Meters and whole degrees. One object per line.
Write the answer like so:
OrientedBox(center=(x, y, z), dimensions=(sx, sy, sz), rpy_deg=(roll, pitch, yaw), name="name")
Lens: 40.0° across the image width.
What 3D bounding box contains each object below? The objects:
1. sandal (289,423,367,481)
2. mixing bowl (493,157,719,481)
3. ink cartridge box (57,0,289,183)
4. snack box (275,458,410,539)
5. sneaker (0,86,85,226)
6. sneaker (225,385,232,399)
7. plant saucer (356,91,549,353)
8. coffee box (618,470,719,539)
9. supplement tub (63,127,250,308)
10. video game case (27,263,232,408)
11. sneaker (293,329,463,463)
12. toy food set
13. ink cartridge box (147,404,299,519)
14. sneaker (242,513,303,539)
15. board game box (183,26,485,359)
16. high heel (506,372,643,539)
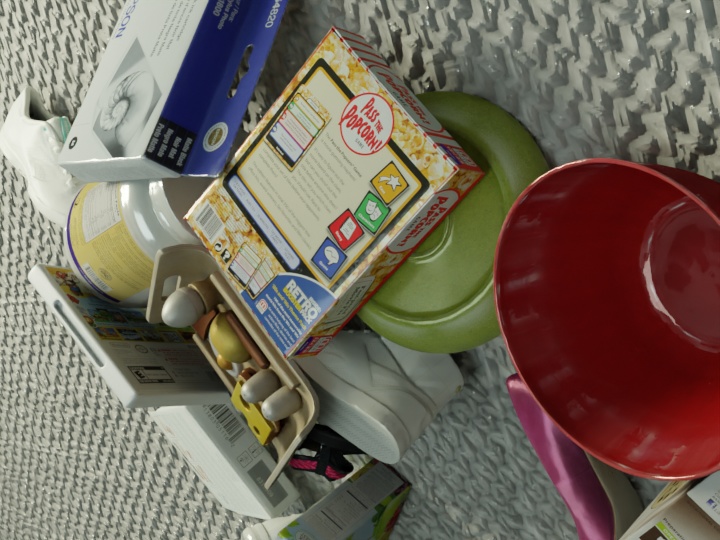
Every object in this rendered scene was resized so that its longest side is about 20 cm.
OrientedBox(center=(-0.037, 0.172, 0.924), dimensions=(0.075, 0.045, 0.200), rpy_deg=(21, 164, -9), name="sandal")
OrientedBox(center=(0.192, 0.016, 0.617), dimensions=(0.200, 0.108, 0.200), rpy_deg=(29, 128, 43), name="mixing bowl")
OrientedBox(center=(-0.160, -0.170, 0.841), dimensions=(0.200, 0.200, 0.041), rpy_deg=(3, 158, 44), name="ink cartridge box")
OrientedBox(center=(-0.035, 0.294, 0.987), dimensions=(0.053, 0.142, 0.200), rpy_deg=(38, 134, 24), name="snack box")
OrientedBox(center=(-0.337, -0.126, 1.111), dimensions=(0.200, 0.075, 0.089), rpy_deg=(44, 125, 20), name="sneaker")
OrientedBox(center=(-0.053, 0.111, 0.961), dimensions=(0.202, 0.077, 0.146), rpy_deg=(39, 144, 12), name="sneaker")
OrientedBox(center=(0.048, -0.036, 0.744), dimensions=(0.200, 0.031, 0.200), rpy_deg=(1, 92, 33), name="plant saucer")
OrientedBox(center=(0.262, 0.134, 0.619), dimensions=(0.080, 0.113, 0.200), rpy_deg=(46, 138, 15), name="coffee box")
OrientedBox(center=(-0.180, -0.052, 0.940), dimensions=(0.200, 0.145, 0.146), rpy_deg=(-21, 96, 49), name="supplement tub")
OrientedBox(center=(-0.215, 0.068, 1.007), dimensions=(0.182, 0.200, 0.023), rpy_deg=(46, 106, 24), name="video game case")
OrientedBox(center=(-0.008, 0.073, 0.860), dimensions=(0.200, 0.116, 0.074), rpy_deg=(33, 144, 26), name="sneaker")
OrientedBox(center=(-0.119, 0.087, 0.856), dimensions=(0.200, 0.060, 0.144), rpy_deg=(53, 151, 15), name="toy food set")
OrientedBox(center=(-0.163, 0.207, 1.138), dimensions=(0.160, 0.047, 0.200), rpy_deg=(53, 156, -7), name="ink cartridge box")
OrientedBox(center=(-0.072, 0.314, 1.094), dimensions=(0.075, 0.088, 0.200), rpy_deg=(59, 166, 22), name="sneaker")
OrientedBox(center=(-0.027, -0.055, 0.745), dimensions=(0.200, 0.046, 0.152), rpy_deg=(-47, 68, 24), name="board game box")
OrientedBox(center=(0.163, 0.174, 0.769), dimensions=(0.096, 0.067, 0.200), rpy_deg=(3, 109, 34), name="high heel")
